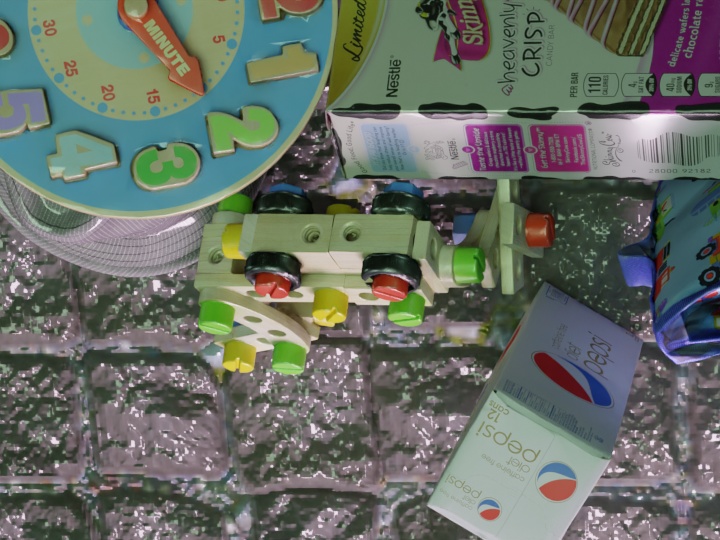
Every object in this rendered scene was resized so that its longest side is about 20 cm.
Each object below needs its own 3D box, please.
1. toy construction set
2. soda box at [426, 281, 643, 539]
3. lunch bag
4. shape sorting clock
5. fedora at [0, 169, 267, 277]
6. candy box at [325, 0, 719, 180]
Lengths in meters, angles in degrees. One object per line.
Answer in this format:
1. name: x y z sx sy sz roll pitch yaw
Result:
1. toy construction set: 0.000 0.000 1.125 0.198 0.131 0.093 -13 63 14
2. soda box: 0.089 0.071 1.080 0.063 0.200 0.068 30 108 4
3. lunch bag: 0.216 -0.031 1.047 0.199 0.151 0.095 -17 118 17
4. shape sorting clock: -0.109 -0.126 1.068 0.198 0.039 0.202 0 84 -5
5. fedora: -0.134 -0.083 1.143 0.176 0.090 0.201 27 108 4
6. candy box: 0.090 -0.115 1.066 0.198 0.137 0.061 0 148 11
